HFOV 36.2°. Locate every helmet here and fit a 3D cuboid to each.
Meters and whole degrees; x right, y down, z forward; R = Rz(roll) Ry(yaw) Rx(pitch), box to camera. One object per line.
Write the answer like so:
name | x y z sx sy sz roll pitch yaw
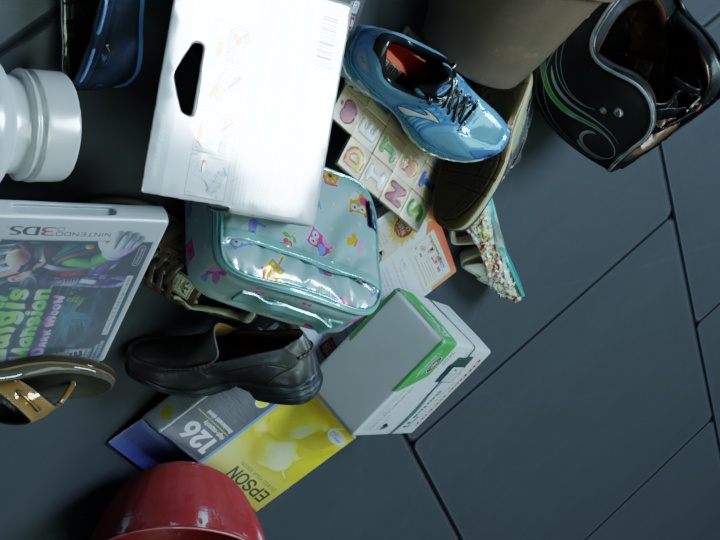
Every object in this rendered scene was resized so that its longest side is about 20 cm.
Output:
helmet | 0.277 -0.225 1.196 0.200 0.191 0.200 -33 172 -5

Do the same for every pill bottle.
pill bottle | -0.322 -0.113 0.833 0.199 0.114 0.115 -3 117 -38

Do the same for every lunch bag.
lunch bag | -0.067 -0.027 1.047 0.200 0.161 0.077 17 143 -33

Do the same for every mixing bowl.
mixing bowl | -0.188 0.271 1.154 0.199 0.109 0.200 -2 139 -2

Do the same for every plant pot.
plant pot | 0.148 -0.281 1.082 0.200 0.200 0.175 1 134 -39

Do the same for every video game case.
video game case | -0.281 0.016 0.950 0.181 0.023 0.200 0 139 -35

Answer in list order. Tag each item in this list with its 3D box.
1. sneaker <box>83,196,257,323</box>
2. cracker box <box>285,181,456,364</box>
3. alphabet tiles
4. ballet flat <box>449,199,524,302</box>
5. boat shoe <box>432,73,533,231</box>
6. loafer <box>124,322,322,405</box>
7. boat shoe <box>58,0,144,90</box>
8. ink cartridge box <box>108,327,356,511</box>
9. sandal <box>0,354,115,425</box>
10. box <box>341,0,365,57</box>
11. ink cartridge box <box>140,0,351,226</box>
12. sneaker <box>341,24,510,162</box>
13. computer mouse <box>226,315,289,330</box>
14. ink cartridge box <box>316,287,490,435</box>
sneaker | -0.174 -0.008 1.028 0.200 0.076 0.071 23 105 -34
cracker box | 0.000 0.000 1.203 0.200 0.058 0.134 -37 132 -17
alphabet tiles | 0.053 -0.145 1.144 0.200 0.006 0.167 38 72 -36
ballet flat | 0.141 -0.036 1.301 0.064 0.076 0.200 -17 128 9
boat shoe | 0.140 -0.126 1.167 0.065 0.073 0.201 36 77 -54
loafer | -0.136 0.079 1.074 0.199 0.073 0.073 1 126 8
boat shoe | -0.210 -0.233 0.871 0.069 0.084 0.201 -27 128 -39
ink cartridge box | -0.132 0.182 1.192 0.200 0.047 0.198 -39 134 -1
sandal | -0.316 0.111 0.990 0.200 0.055 0.082 6 154 -44
box | -0.052 -0.304 0.981 0.158 0.048 0.201 7 111 -41
ink cartridge box | -0.101 -0.148 0.935 0.173 0.043 0.201 9 92 -37
sneaker | 0.070 -0.167 1.072 0.200 0.090 0.079 29 84 -25
computer mouse | -0.132 0.033 1.142 0.059 0.034 0.200 -36 128 -1
ink cartridge box | 0.048 0.106 1.226 0.147 0.083 0.200 -47 160 10
